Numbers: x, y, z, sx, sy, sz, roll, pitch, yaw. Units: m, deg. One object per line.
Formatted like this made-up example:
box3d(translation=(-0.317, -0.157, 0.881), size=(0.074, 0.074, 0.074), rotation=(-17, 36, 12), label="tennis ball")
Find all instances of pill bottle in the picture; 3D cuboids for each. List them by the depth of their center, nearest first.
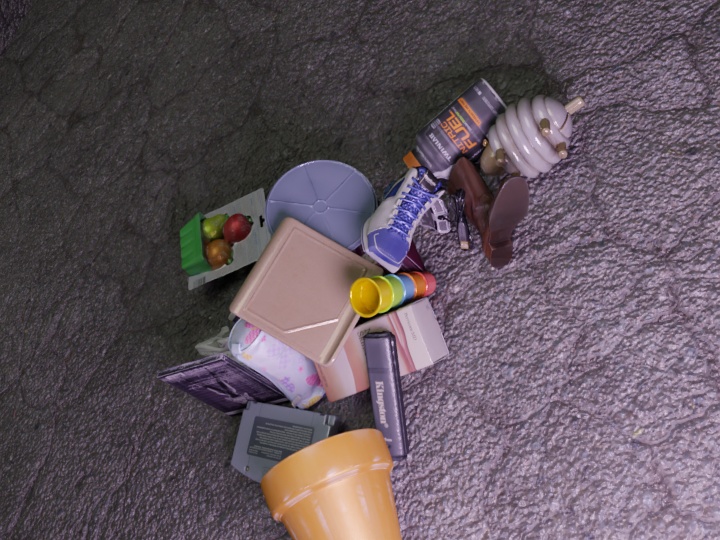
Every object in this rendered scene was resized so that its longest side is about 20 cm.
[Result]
box3d(translation=(0.170, -0.234, 1.523), size=(0.199, 0.106, 0.107), rotation=(-40, 46, 11), label="pill bottle")

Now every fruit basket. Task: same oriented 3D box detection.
box3d(translation=(-0.276, -0.063, 1.795), size=(0.197, 0.094, 0.188), rotation=(-20, 51, 7), label="fruit basket")

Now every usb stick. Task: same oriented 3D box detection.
box3d(translation=(0.040, 0.193, 1.331), size=(0.054, 0.033, 0.204), rotation=(-4, 98, 26), label="usb stick")

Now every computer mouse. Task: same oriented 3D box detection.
box3d(translation=(0.136, -0.106, 1.480), size=(0.043, 0.111, 0.200), rotation=(-27, 27, -15), label="computer mouse")

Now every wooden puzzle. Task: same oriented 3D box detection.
box3d(translation=(-0.086, 0.034, 1.391), size=(0.198, 0.037, 0.187), rotation=(27, 74, 12), label="wooden puzzle")

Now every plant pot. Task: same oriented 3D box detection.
box3d(translation=(-0.025, 0.360, 1.254), size=(0.198, 0.199, 0.186), rotation=(-32, 65, 17), label="plant pot")

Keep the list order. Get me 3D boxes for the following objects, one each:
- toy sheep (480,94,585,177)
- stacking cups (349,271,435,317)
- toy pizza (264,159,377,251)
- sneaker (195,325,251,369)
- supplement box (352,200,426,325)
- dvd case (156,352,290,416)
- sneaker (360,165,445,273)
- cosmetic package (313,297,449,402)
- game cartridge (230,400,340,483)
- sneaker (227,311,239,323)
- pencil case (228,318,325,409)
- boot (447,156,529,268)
box3d(translation=(0.281, -0.218, 1.409), size=(0.198, 0.137, 0.140), rotation=(-28, 49, 26), label="toy sheep")
box3d(translation=(0.059, 0.026, 1.374), size=(0.060, 0.199, 0.062), rotation=(6, 102, 32), label="stacking cups")
box3d(translation=(-0.067, -0.102, 1.485), size=(0.196, 0.032, 0.204), rotation=(-2, 62, 3), label="toy pizza")
box3d(translation=(-0.245, 0.161, 1.621), size=(0.077, 0.101, 0.199), rotation=(-33, 11, -29), label="sneaker")
box3d(translation=(0.000, 0.000, 1.510), size=(0.199, 0.103, 0.132), rotation=(-35, 46, 16), label="supplement box")
box3d(translation=(-0.232, 0.201, 1.497), size=(0.147, 0.200, 0.016), rotation=(-18, 53, 28), label="dvd case")
box3d(translation=(0.073, -0.105, 1.385), size=(0.115, 0.080, 0.201), rotation=(-45, 17, 46), label="sneaker")
box3d(translation=(0.029, 0.129, 1.392), size=(0.198, 0.087, 0.105), rotation=(-25, 85, 24), label="cosmetic package")
box3d(translation=(-0.129, 0.299, 1.456), size=(0.197, 0.041, 0.136), rotation=(4, 78, 36), label="game cartridge")
box3d(translation=(-0.163, 0.042, 1.607), size=(0.201, 0.087, 0.076), rotation=(-51, -1, 31), label="sneaker")
box3d(translation=(-0.136, 0.153, 1.457), size=(0.083, 0.200, 0.091), rotation=(20, 68, 50), label="pencil case")
box3d(translation=(0.199, -0.135, 1.404), size=(0.063, 0.188, 0.202), rotation=(-7, 47, -15), label="boot")
